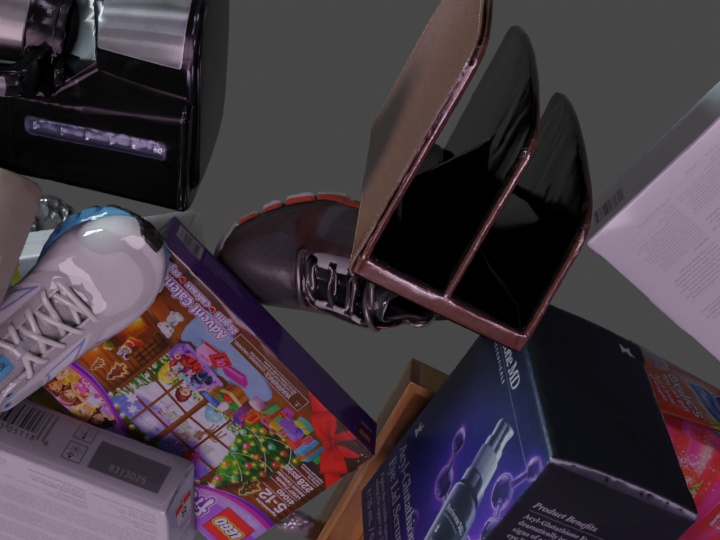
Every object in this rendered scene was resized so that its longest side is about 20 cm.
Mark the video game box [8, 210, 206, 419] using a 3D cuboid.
[{"bbox_3d":[-0.188,0.061,0.879,0.197,0.047,0.184,-7,114,8],"label":"video game box"}]

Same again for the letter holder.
[{"bbox_3d":[0.073,-0.079,0.701,0.100,0.201,0.143,25,116,-8],"label":"letter holder"}]

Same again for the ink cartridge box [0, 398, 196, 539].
[{"bbox_3d":[-0.191,0.175,0.880,0.160,0.050,0.201,19,141,10],"label":"ink cartridge box"}]

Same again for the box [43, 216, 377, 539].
[{"bbox_3d":[-0.103,0.081,0.836,0.136,0.039,0.200,-37,109,21],"label":"box"}]

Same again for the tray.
[{"bbox_3d":[0.034,0.167,0.920,0.098,0.037,0.201,25,116,-8],"label":"tray"}]

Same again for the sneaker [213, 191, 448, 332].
[{"bbox_3d":[0.000,0.000,0.812,0.197,0.082,0.078,-2,117,5],"label":"sneaker"}]

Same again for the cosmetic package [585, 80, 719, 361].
[{"bbox_3d":[0.258,-0.046,0.787,0.150,0.052,0.200,40,113,-13],"label":"cosmetic package"}]

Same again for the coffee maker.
[{"bbox_3d":[-0.181,-0.110,0.761,0.197,0.136,0.193,12,152,-1],"label":"coffee maker"}]

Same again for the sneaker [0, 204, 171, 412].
[{"bbox_3d":[-0.192,0.040,0.750,0.199,0.087,0.075,-35,108,22],"label":"sneaker"}]

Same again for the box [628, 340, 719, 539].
[{"bbox_3d":[0.173,0.164,0.873,0.099,0.096,0.201,27,115,-11],"label":"box"}]

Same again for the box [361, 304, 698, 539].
[{"bbox_3d":[0.093,0.142,0.787,0.103,0.149,0.201,22,121,-19],"label":"box"}]

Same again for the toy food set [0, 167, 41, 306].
[{"bbox_3d":[-0.268,0.029,0.750,0.198,0.145,0.060,-14,141,41],"label":"toy food set"}]
